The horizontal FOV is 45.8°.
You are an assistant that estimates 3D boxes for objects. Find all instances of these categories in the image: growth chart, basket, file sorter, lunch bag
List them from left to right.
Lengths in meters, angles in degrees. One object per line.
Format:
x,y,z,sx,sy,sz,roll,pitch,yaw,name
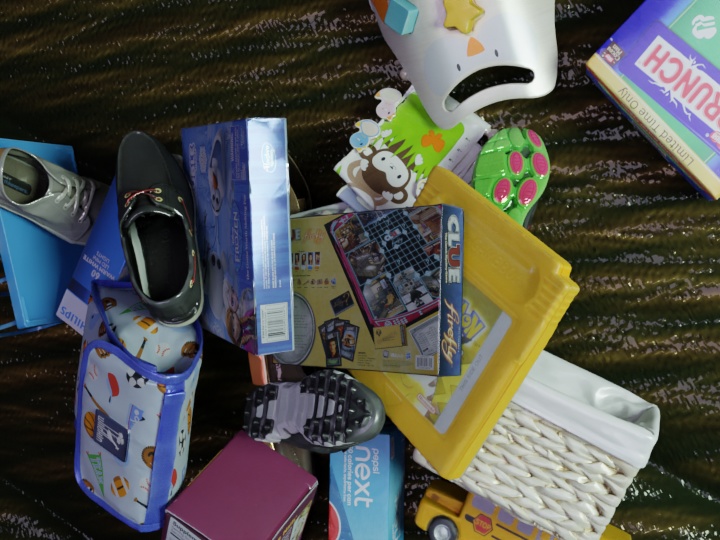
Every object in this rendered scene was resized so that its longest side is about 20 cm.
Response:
-0.395,-0.030,0.969,0.120,0.138,0.205,-15,88,22,file sorter
-0.217,0.126,0.835,0.200,0.121,0.174,46,128,55,lunch bag
0.046,-0.097,0.835,0.143,0.018,0.202,28,73,10,growth chart
0.159,0.149,0.787,0.197,0.135,0.126,24,102,17,basket

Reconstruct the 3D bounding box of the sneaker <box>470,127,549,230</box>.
0.132,-0.041,0.817,0.075,0.084,0.205,13,79,-1,sneaker

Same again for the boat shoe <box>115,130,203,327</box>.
-0.194,-0.050,0.812,0.072,0.063,0.206,-15,69,-4,boat shoe

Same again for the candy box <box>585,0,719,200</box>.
0.324,-0.192,0.744,0.200,0.077,0.170,-46,79,16,candy box

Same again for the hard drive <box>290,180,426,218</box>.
0.000,0.000,0.850,0.195,0.038,0.143,-13,88,-4,hard drive

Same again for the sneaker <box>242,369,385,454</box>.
-0.027,0.136,0.797,0.198,0.089,0.068,-15,63,52,sneaker

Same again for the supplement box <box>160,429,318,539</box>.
-0.132,0.289,0.859,0.102,0.131,0.203,28,126,15,supplement box

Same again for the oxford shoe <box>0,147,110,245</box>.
-0.315,-0.076,0.911,0.057,0.198,0.077,-9,67,41,oxford shoe

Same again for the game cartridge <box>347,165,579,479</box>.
0.073,0.040,0.727,0.176,0.032,0.203,43,113,38,game cartridge

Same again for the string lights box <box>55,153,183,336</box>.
-0.245,-0.028,0.934,0.058,0.102,0.203,30,102,18,string lights box

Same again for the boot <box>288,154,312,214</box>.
-0.078,-0.034,0.888,0.075,0.073,0.204,-28,81,27,boot

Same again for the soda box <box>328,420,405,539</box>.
0.007,0.261,0.882,0.066,0.064,0.206,2,92,18,soda box

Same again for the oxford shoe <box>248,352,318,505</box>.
-0.065,0.152,0.900,0.071,0.071,0.205,-13,91,10,oxford shoe

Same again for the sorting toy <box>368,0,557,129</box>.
0.104,-0.239,0.810,0.196,0.107,0.184,-17,94,19,sorting toy

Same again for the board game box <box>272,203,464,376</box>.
0.001,0.018,0.750,0.197,0.034,0.139,-1,86,42,board game box

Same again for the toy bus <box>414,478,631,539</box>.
0.155,0.254,0.829,0.196,0.065,0.080,23,99,17,toy bus

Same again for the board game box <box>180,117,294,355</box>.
-0.123,-0.038,0.818,0.198,0.042,0.206,11,104,62,board game box
